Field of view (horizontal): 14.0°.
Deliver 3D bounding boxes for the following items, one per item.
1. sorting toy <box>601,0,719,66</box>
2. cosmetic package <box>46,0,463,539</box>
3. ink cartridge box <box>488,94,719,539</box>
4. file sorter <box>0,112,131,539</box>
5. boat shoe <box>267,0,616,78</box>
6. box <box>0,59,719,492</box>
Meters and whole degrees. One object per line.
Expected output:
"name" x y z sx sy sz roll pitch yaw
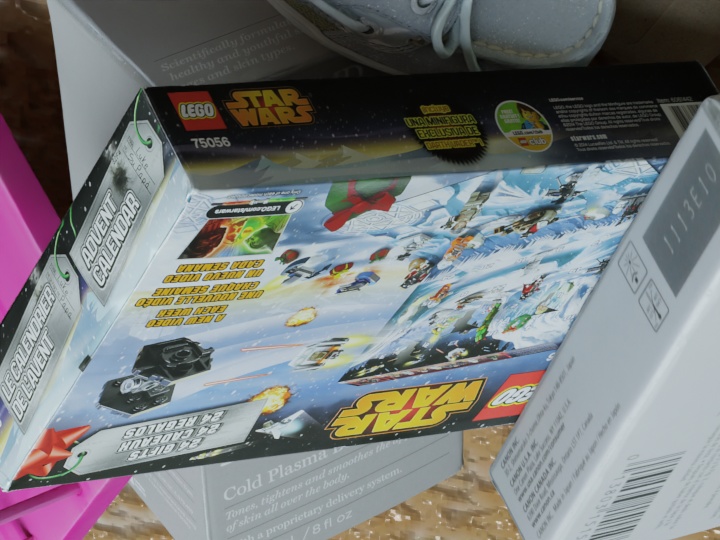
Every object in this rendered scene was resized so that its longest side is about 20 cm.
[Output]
"sorting toy" 0.061 -0.160 0.835 0.199 0.037 0.185 29 136 -10
"cosmetic package" -0.029 -0.010 0.936 0.090 0.106 0.201 47 152 39
"ink cartridge box" 0.150 0.009 0.903 0.173 0.044 0.200 -12 149 -27
"file sorter" -0.178 0.054 0.979 0.139 0.125 0.200 60 145 15
"boat shoe" -0.006 -0.109 0.809 0.202 0.075 0.065 35 175 -24
"box" 0.000 0.000 0.844 0.199 0.040 0.137 -5 145 -37
